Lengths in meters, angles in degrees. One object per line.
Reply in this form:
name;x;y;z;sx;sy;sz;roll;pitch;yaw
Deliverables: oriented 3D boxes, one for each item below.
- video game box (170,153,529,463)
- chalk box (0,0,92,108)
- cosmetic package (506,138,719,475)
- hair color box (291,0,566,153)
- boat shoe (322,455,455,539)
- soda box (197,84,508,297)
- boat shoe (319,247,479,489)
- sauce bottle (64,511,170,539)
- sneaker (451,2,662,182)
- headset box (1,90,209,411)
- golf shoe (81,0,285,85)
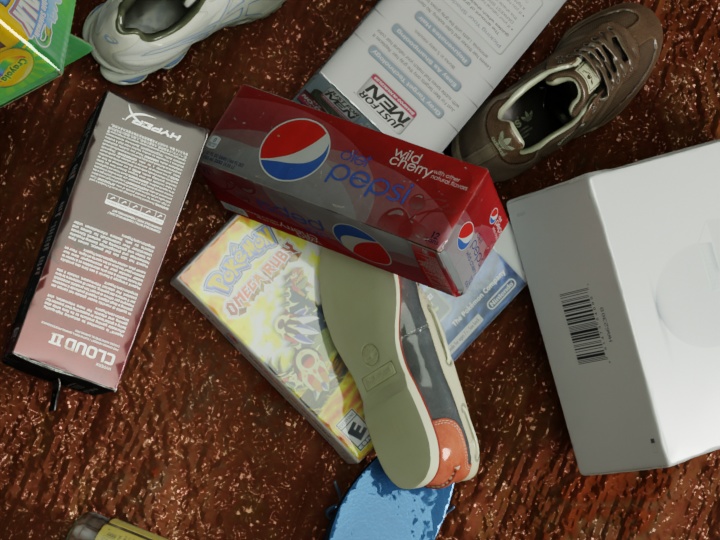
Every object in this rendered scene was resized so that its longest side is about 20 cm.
video game box;0.000;0.000;1.622;0.182;0.047;0.200;44;79;-3
chalk box;-0.263;-0.178;1.503;0.200;0.124;0.125;39;41;-36
cosmetic package;0.234;0.017;1.610;0.199;0.123;0.201;-15;89;-26
hair color box;0.052;-0.156;1.607;0.099;0.061;0.200;43;61;-6
boat shoe;-0.005;0.199;1.598;0.084;0.069;0.201;34;82;-3
soda box;-0.006;-0.053;1.532;0.199;0.064;0.070;22;68;28
boat shoe;0.028;0.050;1.569;0.062;0.071;0.201;-2;69;-46
sauce bottle;-0.104;0.222;1.542;0.199;0.065;0.065;21;82;15
sneaker;0.154;-0.126;1.631;0.200;0.075;0.071;-40;99;-25
headset box;-0.174;-0.004;1.533;0.075;0.149;0.201;20;81;-9
golf shoe;-0.097;-0.200;1.590;0.200;0.097;0.078;-40;92;-13
